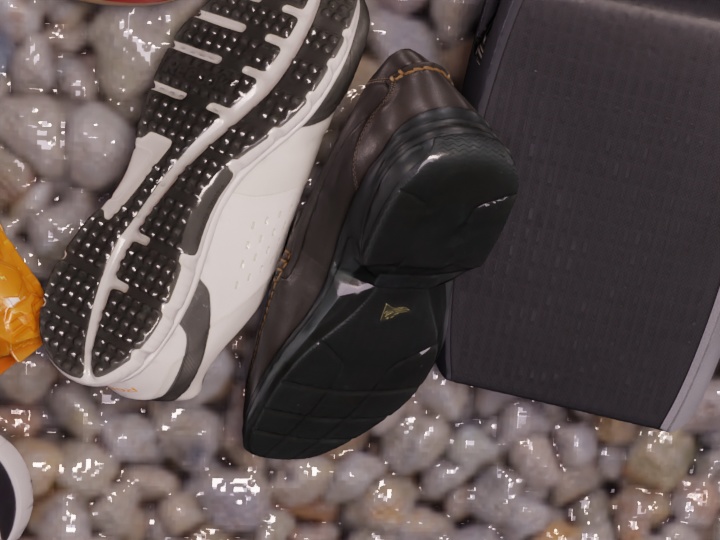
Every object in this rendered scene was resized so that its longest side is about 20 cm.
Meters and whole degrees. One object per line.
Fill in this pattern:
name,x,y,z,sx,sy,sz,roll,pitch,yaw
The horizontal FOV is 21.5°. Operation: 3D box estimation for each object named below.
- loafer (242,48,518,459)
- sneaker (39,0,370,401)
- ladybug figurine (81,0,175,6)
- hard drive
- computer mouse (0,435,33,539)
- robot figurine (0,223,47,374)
loafer,0.000,0.000,0.782,0.072,0.073,0.201,7,133,-31
sneaker,-0.058,-0.035,0.792,0.073,0.080,0.201,29,83,30
ladybug figurine,-0.118,-0.184,0.742,0.199,0.072,0.136,38,94,-14
hard drive,0.099,-0.029,0.776,0.134,0.042,0.202,13,120,7
computer mouse,-0.237,0.099,0.796,0.198,0.044,0.111,-6,112,-7
robot figurine,-0.214,-0.027,0.744,0.201,0.058,0.145,54,47,-7
